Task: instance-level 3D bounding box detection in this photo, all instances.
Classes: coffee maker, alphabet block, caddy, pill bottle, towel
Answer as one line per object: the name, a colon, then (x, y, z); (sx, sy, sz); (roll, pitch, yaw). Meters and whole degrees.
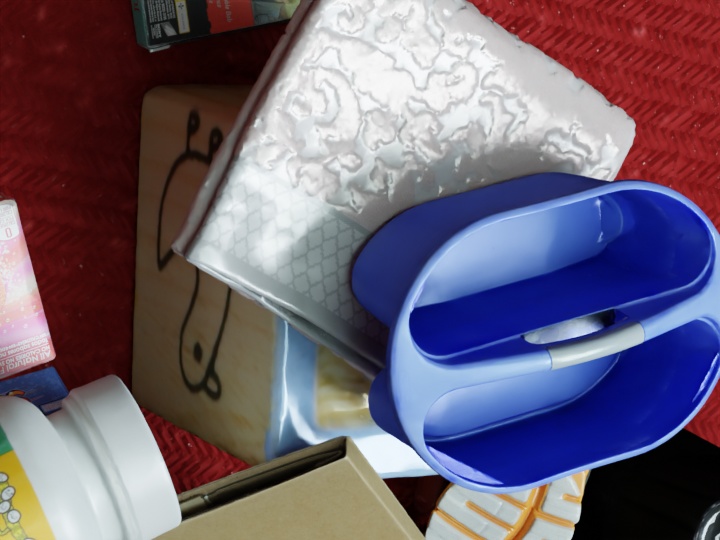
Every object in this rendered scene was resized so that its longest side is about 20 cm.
coffee maker: (0.189, 0.149, 1.597); (0.135, 0.200, 0.192); (-28, 111, -21)
alphabet block: (0.000, 0.000, 1.475); (0.196, 0.200, 0.196); (0, 98, -27)
caddy: (0.092, 0.029, 1.321); (0.200, 0.105, 0.142); (-16, 107, -24)
pill bottle: (-0.194, 0.130, 1.308); (0.200, 0.113, 0.113); (-24, 109, -13)
towel: (0.025, -0.044, 1.350); (0.200, 0.032, 0.191); (32, 84, -28)

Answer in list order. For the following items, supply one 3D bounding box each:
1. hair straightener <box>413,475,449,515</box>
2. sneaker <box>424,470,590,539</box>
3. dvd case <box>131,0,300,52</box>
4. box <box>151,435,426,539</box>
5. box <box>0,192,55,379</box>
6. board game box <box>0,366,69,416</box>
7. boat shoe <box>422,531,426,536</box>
hair straightener: (0.094, 0.060, 1.627); (0.077, 0.041, 0.200); (16, 86, -20)
sneaker: (0.103, 0.111, 1.573); (0.078, 0.077, 0.200); (31, 98, -3)
dvd case: (-0.043, -0.215, 1.515); (0.200, 0.022, 0.146); (-14, 105, -23)
box: (-0.035, 0.176, 1.415); (0.163, 0.021, 0.200); (-22, 133, 15)
box: (-0.275, 0.027, 1.395); (0.200, 0.103, 0.095); (-20, 108, -23)
board game box: (-0.222, 0.149, 1.428); (0.135, 0.034, 0.200); (-16, 138, -23)
boat shoe: (0.027, 0.217, 1.606); (0.201, 0.061, 0.072); (-31, 112, -19)
